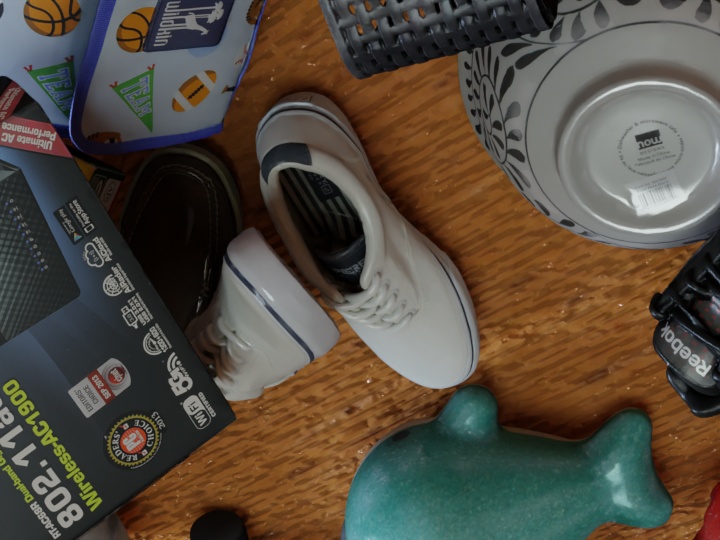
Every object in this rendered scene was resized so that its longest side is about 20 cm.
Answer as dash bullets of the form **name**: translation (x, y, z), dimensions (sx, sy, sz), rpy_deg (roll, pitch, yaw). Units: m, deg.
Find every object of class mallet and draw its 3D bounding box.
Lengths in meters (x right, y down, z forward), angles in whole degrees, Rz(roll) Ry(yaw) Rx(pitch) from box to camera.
- **mallet**: translation (-0.029, 0.204, 0.984), dimensions (0.198, 0.041, 0.066), rpy_deg (7, 125, 33)

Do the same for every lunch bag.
- **lunch bag**: translation (-0.140, -0.155, 0.735), dimensions (0.198, 0.124, 0.171), rpy_deg (12, 129, -15)

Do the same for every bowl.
- **bowl**: translation (0.142, -0.079, 0.751), dimensions (0.199, 0.095, 0.202), rpy_deg (6, 126, 8)

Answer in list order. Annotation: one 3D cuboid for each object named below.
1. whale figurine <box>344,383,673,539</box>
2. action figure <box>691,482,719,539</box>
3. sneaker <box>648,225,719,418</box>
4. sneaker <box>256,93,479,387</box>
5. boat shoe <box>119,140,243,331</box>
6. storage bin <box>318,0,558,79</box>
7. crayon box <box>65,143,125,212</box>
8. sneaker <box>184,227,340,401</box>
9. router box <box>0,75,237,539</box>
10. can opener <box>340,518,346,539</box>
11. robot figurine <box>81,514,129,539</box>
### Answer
- **whale figurine**: translation (0.088, 0.147, 0.912), dimensions (0.198, 0.104, 0.161), rpy_deg (-14, 101, 8)
- **action figure**: translation (0.197, 0.199, 0.919), dimensions (0.199, 0.065, 0.099), rpy_deg (-38, 129, 5)
- **sneaker**: translation (0.189, 0.008, 0.721), dimensions (0.097, 0.071, 0.201), rpy_deg (-31, 151, -16)
- **sneaker**: translation (0.000, 0.000, 0.839), dimensions (0.073, 0.071, 0.201), rpy_deg (-24, 118, 25)
- **boat shoe**: translation (-0.113, 0.023, 0.883), dimensions (0.074, 0.075, 0.204), rpy_deg (13, 127, 1)
- **storage bin**: translation (0.017, -0.203, 0.654), dimensions (0.093, 0.136, 0.201), rpy_deg (-11, 121, 18)
- **crayon box**: translation (-0.243, 0.003, 0.790), dimensions (0.171, 0.058, 0.201), rpy_deg (25, 93, 9)
- **sneaker**: translation (-0.058, 0.036, 0.804), dimensions (0.073, 0.071, 0.200), rpy_deg (48, 169, 10)
- **router box**: translation (-0.171, 0.033, 0.712), dimensions (0.149, 0.062, 0.201), rpy_deg (-36, 119, -12)
- **can opener**: translation (0.080, 0.211, 0.989), dimensions (0.198, 0.067, 0.054), rpy_deg (12, 127, 1)
- **robot figurine**: translation (-0.227, 0.173, 0.990), dimensions (0.169, 0.113, 0.200), rpy_deg (-39, 113, 3)
